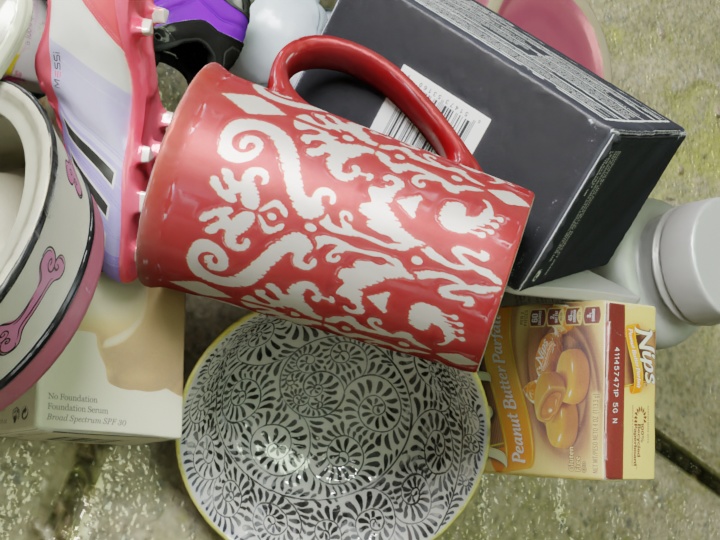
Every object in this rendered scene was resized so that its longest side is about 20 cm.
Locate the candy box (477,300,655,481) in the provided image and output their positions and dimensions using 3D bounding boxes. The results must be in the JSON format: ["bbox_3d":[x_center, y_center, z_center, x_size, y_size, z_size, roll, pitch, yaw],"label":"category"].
[{"bbox_3d":[0.111,0.084,1.018,0.055,0.200,0.116,7,82,-40],"label":"candy box"}]

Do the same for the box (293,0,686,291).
[{"bbox_3d":[0.087,-0.093,0.980,0.200,0.124,0.198,35,19,19],"label":"box"}]

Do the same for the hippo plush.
[{"bbox_3d":[-0.028,-0.197,0.991,0.200,0.159,0.162,8,87,-57],"label":"hippo plush"}]

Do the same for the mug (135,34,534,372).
[{"bbox_3d":[-0.004,-0.044,0.835,0.199,0.133,0.178,19,89,6],"label":"mug"}]

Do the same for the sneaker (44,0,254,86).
[{"bbox_3d":[-0.148,-0.162,0.855,0.200,0.069,0.100,21,73,-34],"label":"sneaker"}]

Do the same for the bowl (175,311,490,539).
[{"bbox_3d":[-0.019,0.090,0.963,0.201,0.200,0.094,53,10,-19],"label":"bowl"}]

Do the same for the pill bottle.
[{"bbox_3d":[0.199,0.006,1.111,0.114,0.200,0.115,9,75,-38],"label":"pill bottle"}]

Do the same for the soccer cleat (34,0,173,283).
[{"bbox_3d":[-0.147,-0.091,0.826,0.067,0.076,0.201,-59,154,-62],"label":"soccer cleat"}]

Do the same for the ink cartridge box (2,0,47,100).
[{"bbox_3d":[-0.226,-0.165,0.880,0.199,0.067,0.117,12,73,-38],"label":"ink cartridge box"}]

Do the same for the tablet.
[{"bbox_3d":[0.088,-0.016,1.037,0.130,0.200,0.014,6,104,-38],"label":"tablet"}]

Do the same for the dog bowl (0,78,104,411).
[{"bbox_3d":[-0.222,-0.001,0.778,0.074,0.199,0.201,48,53,-46],"label":"dog bowl"}]

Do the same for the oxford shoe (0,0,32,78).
[{"bbox_3d":[-0.259,-0.094,0.777,0.200,0.075,0.058,-36,138,5],"label":"oxford shoe"}]

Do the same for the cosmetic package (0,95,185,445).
[{"bbox_3d":[-0.165,0.003,0.895,0.105,0.071,0.201,8,76,-39],"label":"cosmetic package"}]

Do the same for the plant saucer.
[{"bbox_3d":[0.138,-0.168,1.193,0.200,0.051,0.202,9,76,-39],"label":"plant saucer"}]
